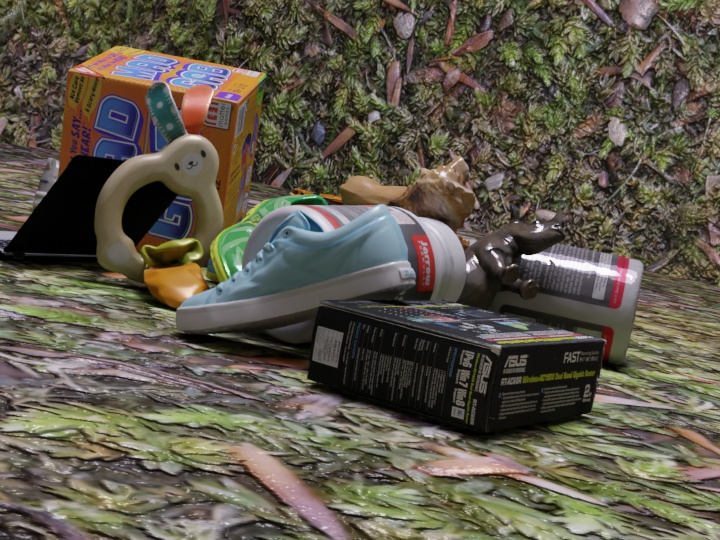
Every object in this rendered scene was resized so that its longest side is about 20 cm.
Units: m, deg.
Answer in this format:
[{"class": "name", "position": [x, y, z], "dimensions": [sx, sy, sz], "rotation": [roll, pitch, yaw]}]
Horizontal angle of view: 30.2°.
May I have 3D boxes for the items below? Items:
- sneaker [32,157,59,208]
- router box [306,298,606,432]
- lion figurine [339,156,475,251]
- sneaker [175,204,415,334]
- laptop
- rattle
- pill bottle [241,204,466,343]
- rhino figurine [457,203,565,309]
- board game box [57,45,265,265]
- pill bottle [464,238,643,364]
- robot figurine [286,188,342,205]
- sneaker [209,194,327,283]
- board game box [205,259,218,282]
[{"class": "sneaker", "position": [-0.366, -0.114, 1.871], "dimensions": [0.074, 0.083, 0.199], "rotation": [14, 6, 33]}, {"class": "router box", "position": [0.076, 0.066, 0.995], "dimensions": [0.149, 0.063, 0.200], "rotation": [13, 6, 31]}, {"class": "lion figurine", "position": [0.037, -0.066, 1.329], "dimensions": [0.199, 0.073, 0.122], "rotation": [0, -16, 37]}, {"class": "sneaker", "position": [-0.056, -0.002, 1.049], "dimensions": [0.199, 0.083, 0.074], "rotation": [-14, -10, 13]}, {"class": "laptop", "position": [-0.310, -0.071, 1.372], "dimensions": [0.199, 0.117, 0.187], "rotation": [14, 6, 30]}, {"class": "rattle", "position": [-0.170, -0.079, 1.237], "dimensions": [0.129, 0.201, 0.143], "rotation": [23, 1, -7]}, {"class": "pill bottle", "position": [0.000, 0.000, 1.178], "dimensions": [0.115, 0.117, 0.199], "rotation": [15, 12, 38]}, {"class": "rhino figurine", "position": [0.128, 0.001, 1.303], "dimensions": [0.087, 0.200, 0.060], "rotation": [27, -26, 50]}, {"class": "board game box", "position": [-0.239, -0.144, 1.617], "dimensions": [0.198, 0.201, 0.200], "rotation": [10, 18, 2]}, {"class": "pill bottle", "position": [0.186, 0.024, 1.386], "dimensions": [0.198, 0.112, 0.111], "rotation": [12, 6, 11]}, {"class": "robot figurine", "position": [-0.056, -0.124, 2.717], "dimensions": [0.199, 0.059, 0.145], "rotation": [9, 5, -20]}, {"class": "sneaker", "position": [-0.081, -0.026, 1.254], "dimensions": [0.083, 0.074, 0.200], "rotation": [-21, 21, 24]}, {"class": "board game box", "position": [-0.038, 0.005, 1.436], "dimensions": [0.199, 0.057, 0.165], "rotation": [6, 8, -42]}]
